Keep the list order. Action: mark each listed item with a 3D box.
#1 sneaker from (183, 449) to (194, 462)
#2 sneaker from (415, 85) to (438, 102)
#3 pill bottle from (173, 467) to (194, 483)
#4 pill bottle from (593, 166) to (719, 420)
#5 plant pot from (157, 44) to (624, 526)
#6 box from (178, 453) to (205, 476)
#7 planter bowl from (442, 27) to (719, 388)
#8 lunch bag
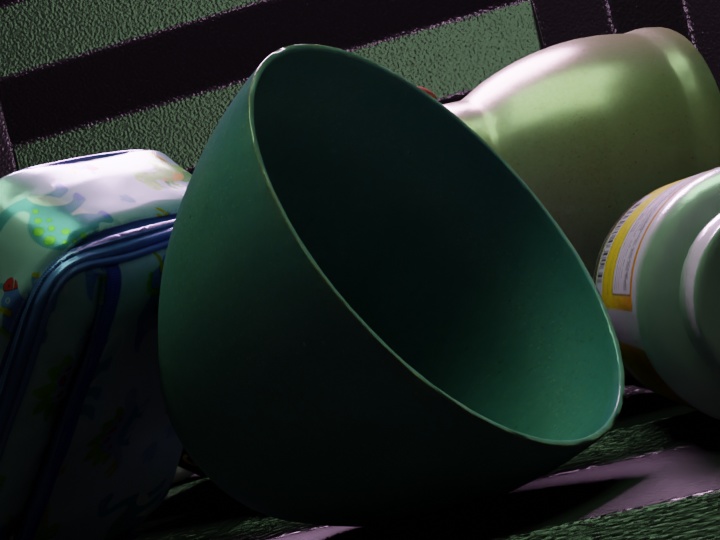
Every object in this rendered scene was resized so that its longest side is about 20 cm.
[{"bbox_3d":[-0.064,0.080,0.897,0.198,0.084,0.071,-9,-29,26],"label":"sneaker"},{"bbox_3d":[-0.006,-0.040,0.966,0.078,0.091,0.199,17,-24,-29],"label":"sneaker"},{"bbox_3d":[-0.191,0.104,1.243,0.109,0.111,0.199,-13,-1,-40],"label":"pill bottle"},{"bbox_3d":[0.165,0.010,0.760,0.108,0.111,0.200,-14,0,1],"label":"pill bottle"},{"bbox_3d":[-0.008,0.026,0.724,0.135,0.201,0.199,-43,-15,28],"label":"plant pot"},{"bbox_3d":[-0.082,0.066,1.051,0.160,0.050,0.200,-16,-28,23],"label":"box"},{"bbox_3d":[0.104,-0.031,0.963,0.133,0.203,0.200,-3,-3,-15],"label":"planter bowl"},{"bbox_3d":[-0.137,0.051,0.789,0.082,0.202,0.160,34,24,23],"label":"lunch bag"}]
